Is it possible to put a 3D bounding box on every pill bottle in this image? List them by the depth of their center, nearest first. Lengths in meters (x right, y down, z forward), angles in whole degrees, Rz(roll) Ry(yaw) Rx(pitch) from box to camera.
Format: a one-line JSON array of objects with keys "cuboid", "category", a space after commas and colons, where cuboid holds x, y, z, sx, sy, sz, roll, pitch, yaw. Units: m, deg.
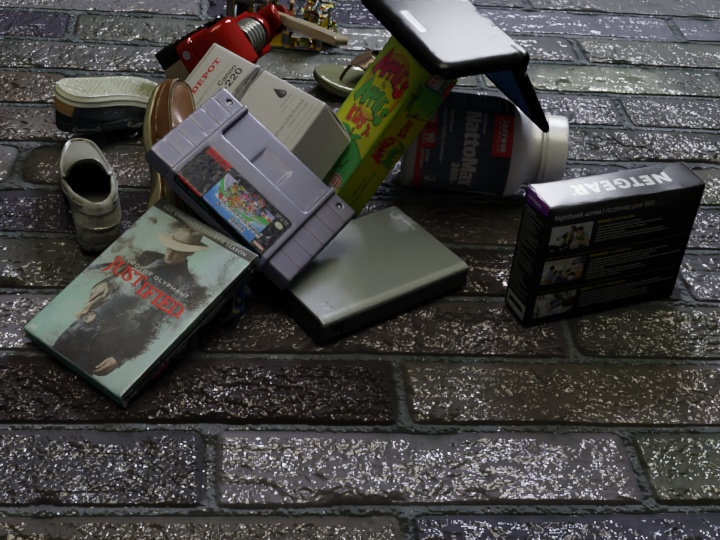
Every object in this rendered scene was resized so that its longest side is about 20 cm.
[{"cuboid": [0.151, -0.155, 1.388, 0.196, 0.121, 0.120, 6, 35, 0], "category": "pill bottle"}]

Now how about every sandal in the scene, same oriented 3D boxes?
[{"cuboid": [0.028, -0.285, 1.601, 0.197, 0.058, 0.080, -4, 37, -14], "category": "sandal"}]

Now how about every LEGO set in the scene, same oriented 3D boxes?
[{"cuboid": [-0.124, -0.413, 1.701, 0.196, 0.117, 0.155, 9, 36, 4], "category": "LEGO set"}]

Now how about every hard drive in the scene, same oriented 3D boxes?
[{"cuboid": [0.000, 0.000, 1.228, 0.198, 0.033, 0.139, -20, 43, -32], "category": "hard drive"}]

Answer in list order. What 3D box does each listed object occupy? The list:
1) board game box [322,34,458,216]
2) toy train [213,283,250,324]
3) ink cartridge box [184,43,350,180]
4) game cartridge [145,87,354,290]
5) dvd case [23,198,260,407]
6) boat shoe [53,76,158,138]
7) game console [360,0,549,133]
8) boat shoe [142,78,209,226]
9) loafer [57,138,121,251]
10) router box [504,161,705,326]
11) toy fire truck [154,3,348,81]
[{"cuboid": [0.020, -0.176, 1.336, 0.047, 0.201, 0.102, 24, 21, -37], "category": "board game box"}, {"cuboid": [-0.134, -0.033, 1.192, 0.045, 0.034, 0.203, 24, 55, -35], "category": "toy train"}, {"cuboid": [-0.134, -0.158, 1.327, 0.199, 0.085, 0.147, 31, 80, 33], "category": "ink cartridge box"}, {"cuboid": [-0.114, -0.087, 1.184, 0.200, 0.038, 0.130, 43, 50, 1], "category": "game cartridge"}, {"cuboid": [-0.214, 0.026, 1.116, 0.145, 0.022, 0.200, 29, 60, 27], "category": "dvd case"}, {"cuboid": [-0.305, -0.206, 1.442, 0.198, 0.063, 0.074, -9, 39, -45], "category": "boat shoe"}, {"cuboid": [0.108, -0.240, 1.296, 0.173, 0.118, 0.201, -13, 43, -24], "category": "game console"}, {"cuboid": [-0.189, -0.112, 1.239, 0.073, 0.204, 0.075, -11, -15, 28], "category": "boat shoe"}, {"cuboid": [-0.307, -0.101, 1.287, 0.069, 0.071, 0.201, -9, 39, -20], "category": "loafer"}, {"cuboid": [0.261, -0.029, 1.208, 0.197, 0.151, 0.051, -10, 39, -22], "category": "router box"}, {"cuboid": [-0.136, -0.292, 1.471, 0.198, 0.130, 0.176, -27, 13, 32], "category": "toy fire truck"}]
